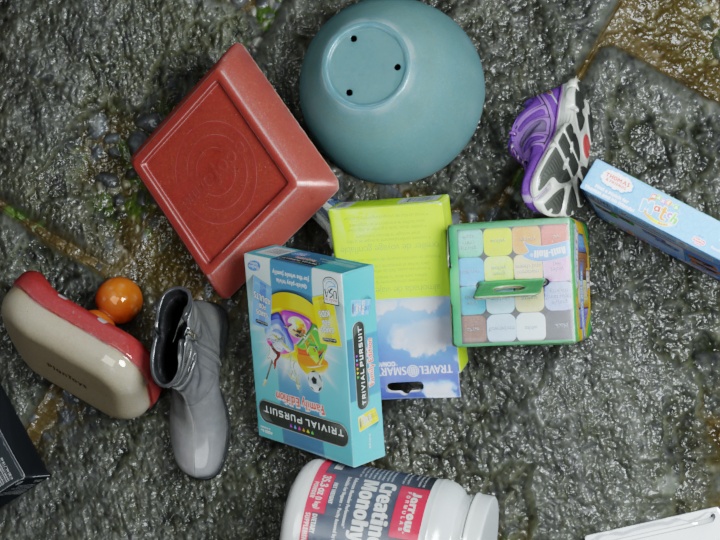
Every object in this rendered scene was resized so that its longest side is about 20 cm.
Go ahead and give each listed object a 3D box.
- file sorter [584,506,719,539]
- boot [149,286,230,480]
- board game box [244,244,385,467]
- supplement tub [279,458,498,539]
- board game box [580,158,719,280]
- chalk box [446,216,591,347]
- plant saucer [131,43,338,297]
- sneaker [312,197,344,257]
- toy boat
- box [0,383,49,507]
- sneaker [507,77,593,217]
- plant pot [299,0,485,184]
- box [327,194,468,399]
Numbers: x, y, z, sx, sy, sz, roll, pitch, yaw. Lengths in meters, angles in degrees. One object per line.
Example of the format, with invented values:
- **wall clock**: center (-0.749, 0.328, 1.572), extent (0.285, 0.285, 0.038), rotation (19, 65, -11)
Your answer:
- **file sorter**: center (0.303, 0.345, 1.544), extent (0.139, 0.125, 0.200), rotation (-15, 82, 12)
- **boot**: center (-0.187, 0.122, 1.676), extent (0.070, 0.132, 0.200), rotation (-4, 83, 12)
- **board game box**: center (-0.048, 0.084, 1.621), extent (0.151, 0.047, 0.200), rotation (11, 110, 46)
- **supplement tub**: center (0.029, 0.272, 1.606), extent (0.200, 0.140, 0.141), rotation (8, 86, 14)
- **board game box**: center (0.295, -0.045, 1.545), extent (0.151, 0.200, 0.037), rotation (29, 90, 14)
- **chalk box**: center (0.156, 0.012, 1.568), extent (0.125, 0.200, 0.124), rotation (-3, 88, 13)
- **plant saucer**: center (-0.147, -0.104, 1.693), extent (0.200, 0.037, 0.200), rotation (-43, 74, 28)
- **sneaker**: center (0.000, 0.000, 1.676), extent (0.200, 0.077, 0.085), rotation (46, 99, 14)
- **toy boat**: center (-0.287, 0.060, 1.727), extent (0.200, 0.131, 0.131), rotation (29, 61, 14)
- **box**: center (-0.458, 0.177, 1.762), extent (0.141, 0.079, 0.200), rotation (-31, 79, 5)
- **sneaker**: center (0.185, -0.116, 1.606), extent (0.083, 0.200, 0.081), rotation (-13, 120, 23)
- **plant pot**: center (0.020, -0.199, 1.659), extent (0.200, 0.135, 0.201), rotation (-1, 84, 14)
- **box**: center (0.040, 0.028, 1.612), extent (0.122, 0.048, 0.200), rotation (-3, 102, 17)
